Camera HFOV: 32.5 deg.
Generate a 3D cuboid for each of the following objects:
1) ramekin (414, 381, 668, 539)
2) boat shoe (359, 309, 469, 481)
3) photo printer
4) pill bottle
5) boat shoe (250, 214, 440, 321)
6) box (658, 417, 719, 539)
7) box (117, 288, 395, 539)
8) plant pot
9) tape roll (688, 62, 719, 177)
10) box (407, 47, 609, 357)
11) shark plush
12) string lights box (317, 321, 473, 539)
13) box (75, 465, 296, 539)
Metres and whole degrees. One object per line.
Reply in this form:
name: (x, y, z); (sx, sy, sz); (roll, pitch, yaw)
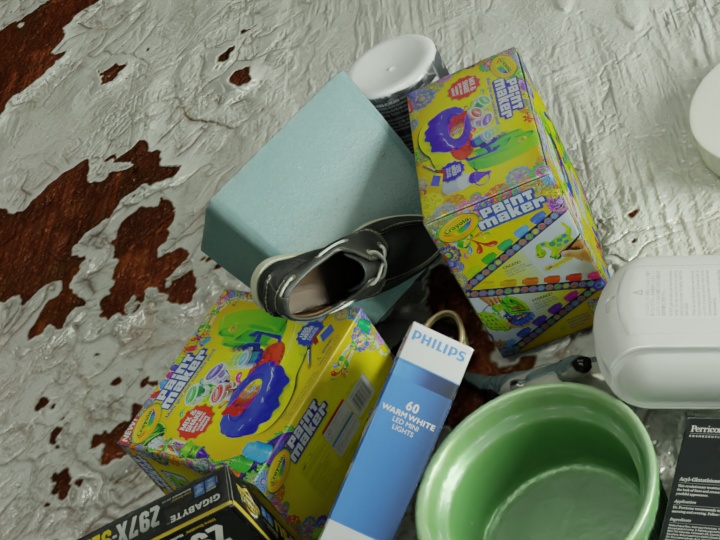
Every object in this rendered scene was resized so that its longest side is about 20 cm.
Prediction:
ramekin: (0.152, 0.198, 0.988); (0.199, 0.098, 0.201); (-20, 40, 18)
boat shoe: (0.047, 0.122, 1.150); (0.073, 0.067, 0.201); (17, 60, 12)
photo printer: (0.291, 0.047, 1.008); (0.198, 0.070, 0.167); (-2, 28, 14)
pill bottle: (0.068, -0.142, 1.322); (0.105, 0.201, 0.107); (-18, 39, 15)
boat shoe: (0.000, 0.000, 1.148); (0.199, 0.072, 0.067); (-19, 16, -25)
box: (0.327, 0.186, 0.891); (0.199, 0.079, 0.142); (-2, 52, 35)
box: (-0.091, 0.140, 1.206); (0.192, 0.122, 0.201); (6, 52, 40)
plant pot: (-0.025, -0.042, 1.270); (0.196, 0.200, 0.196); (-46, -3, -15)
tape roll: (0.425, -0.163, 1.218); (0.201, 0.037, 0.204); (-20, 40, 18)
box: (0.144, -0.066, 1.182); (0.121, 0.193, 0.201); (-21, 39, 15)
shark plush: (0.179, 0.111, 1.119); (0.199, 0.091, 0.083); (-21, 15, 49)
string lights box: (0.029, 0.151, 1.056); (0.059, 0.103, 0.201); (23, 81, 2)
box: (-0.160, 0.271, 1.089); (0.199, 0.160, 0.050); (-27, 38, 8)
